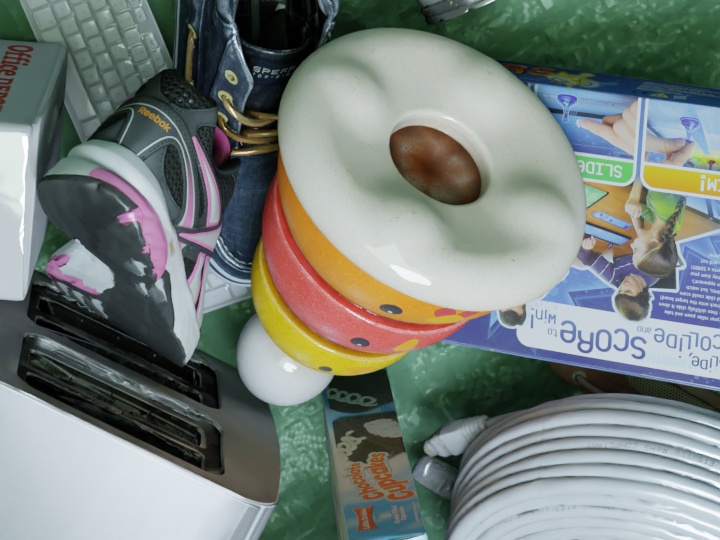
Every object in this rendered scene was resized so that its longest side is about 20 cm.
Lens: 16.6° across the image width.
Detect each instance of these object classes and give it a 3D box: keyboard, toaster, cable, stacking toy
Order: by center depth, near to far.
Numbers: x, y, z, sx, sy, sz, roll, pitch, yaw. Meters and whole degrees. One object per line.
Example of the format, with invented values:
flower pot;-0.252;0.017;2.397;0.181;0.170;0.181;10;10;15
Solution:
stacking toy;0.000;0.000;1.122;0.146;0.146;0.200;24;138;-11
toaster;-0.133;0.098;1.141;0.200;0.181;0.119;27;104;-11
keyboard;-0.106;-0.069;1.174;0.056;0.011;0.200;-21;109;4
cable;0.138;0.138;1.177;0.200;0.069;0.200;41;139;-23

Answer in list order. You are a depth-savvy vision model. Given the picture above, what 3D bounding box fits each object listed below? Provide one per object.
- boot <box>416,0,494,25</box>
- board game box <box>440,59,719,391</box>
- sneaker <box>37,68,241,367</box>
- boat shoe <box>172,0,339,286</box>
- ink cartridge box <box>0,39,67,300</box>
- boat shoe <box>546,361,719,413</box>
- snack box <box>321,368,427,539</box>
boot;0.076;-0.215;1.113;0.200;0.068;0.131;-39;100;4
board game box;0.090;-0.025;1.144;0.200;0.034;0.136;10;110;21
sneaker;-0.086;-0.024;1.105;0.080;0.200;0.086;35;72;5
boat shoe;-0.050;-0.078;1.124;0.071;0.091;0.201;-8;110;-15
ink cartridge box;-0.237;-0.053;1.097;0.200;0.146;0.084;5;110;-3
boat shoe;0.177;0.074;1.212;0.200;0.076;0.072;38;107;-5
snack box;0.010;0.135;1.151;0.037;0.200;0.116;-8;110;-2
